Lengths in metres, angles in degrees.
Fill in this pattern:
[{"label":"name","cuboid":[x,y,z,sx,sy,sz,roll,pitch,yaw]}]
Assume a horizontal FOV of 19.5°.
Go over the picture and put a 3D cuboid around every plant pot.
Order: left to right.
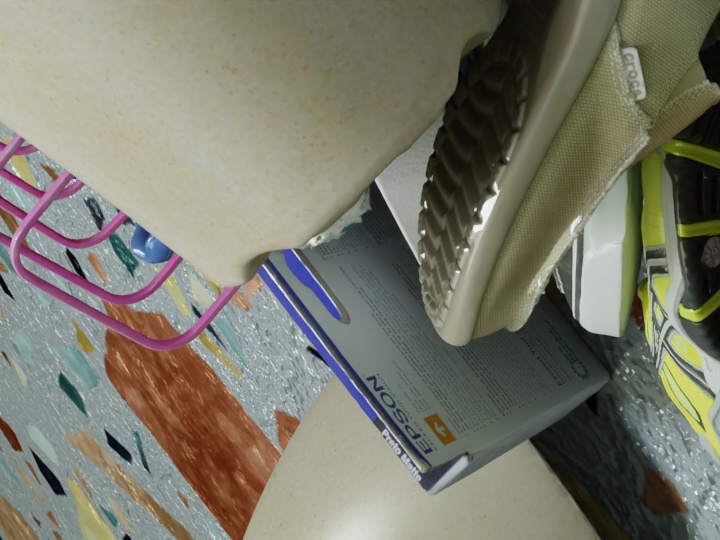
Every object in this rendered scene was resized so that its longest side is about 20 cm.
[{"label":"plant pot","cuboid":[-0.061,-0.104,0.659,0.183,0.201,0.200,44,162,-13]}]

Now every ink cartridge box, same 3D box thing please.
[{"label":"ink cartridge box","cuboid":[0.000,0.000,0.902,0.041,0.200,0.200,-44,76,26]}]

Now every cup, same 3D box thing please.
[{"label":"cup","cuboid":[0.024,0.140,1.035,0.201,0.143,0.200,52,173,9]}]

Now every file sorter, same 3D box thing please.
[{"label":"file sorter","cuboid":[-0.135,-0.075,1.042,0.139,0.126,0.200,34,-168,-46]}]

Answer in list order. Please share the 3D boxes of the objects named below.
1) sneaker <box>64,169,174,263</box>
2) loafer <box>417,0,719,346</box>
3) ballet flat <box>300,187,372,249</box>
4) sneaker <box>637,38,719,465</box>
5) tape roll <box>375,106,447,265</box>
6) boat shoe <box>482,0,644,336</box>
[{"label":"sneaker","cuboid":[-0.135,-0.093,1.186,0.201,0.085,0.077,63,158,-15]},{"label":"loafer","cuboid":[0.077,-0.059,0.669,0.076,0.068,0.201,-106,35,-59]},{"label":"ballet flat","cuboid":[-0.054,-0.093,0.840,0.201,0.071,0.072,64,162,15]},{"label":"sneaker","cuboid":[0.127,0.004,0.761,0.076,0.075,0.201,31,147,48]},{"label":"tape roll","cuboid":[0.005,-0.084,0.840,0.204,0.037,0.203,63,-176,-8]},{"label":"boat shoe","cuboid":[0.072,-0.063,0.767,0.063,0.071,0.201,4,128,17]}]
